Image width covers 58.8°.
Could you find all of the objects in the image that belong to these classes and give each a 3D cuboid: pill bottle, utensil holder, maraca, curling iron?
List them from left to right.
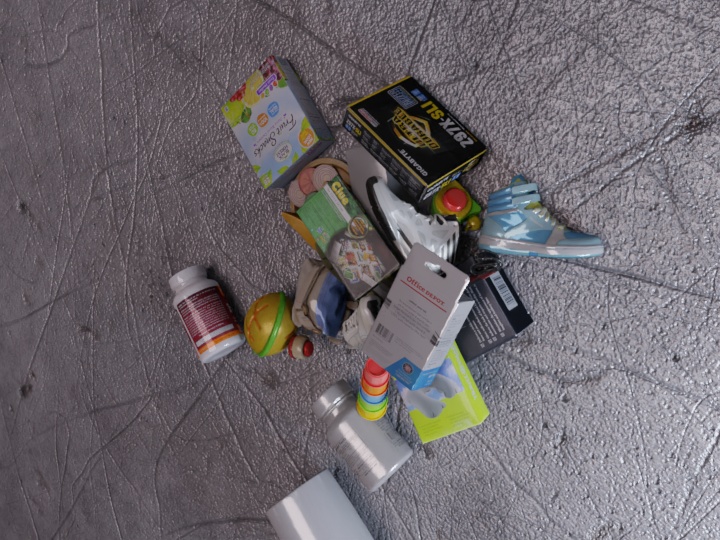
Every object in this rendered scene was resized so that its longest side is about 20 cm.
[{"bbox_3d":[-0.349,0.095,1.435,0.112,0.113,0.202,-34,80,31],"label":"pill bottle"},{"bbox_3d":[-0.189,0.112,1.319,0.200,0.106,0.139,-26,43,68],"label":"maraca"},{"bbox_3d":[-0.077,0.539,1.312,0.170,0.169,0.201,-44,72,29],"label":"utensil holder"},{"bbox_3d":[-0.002,0.319,1.255,0.200,0.114,0.115,47,119,16],"label":"pill bottle"},{"bbox_3d":[0.146,0.023,1.036,0.049,0.026,0.199,40,128,-22],"label":"curling iron"}]

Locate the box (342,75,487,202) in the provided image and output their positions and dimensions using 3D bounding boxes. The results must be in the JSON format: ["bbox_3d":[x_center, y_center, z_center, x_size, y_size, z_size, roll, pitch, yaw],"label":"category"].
[{"bbox_3d":[0.092,-0.227,1.079,0.200,0.159,0.050,48,147,16],"label":"box"}]

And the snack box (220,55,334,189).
[{"bbox_3d":[-0.168,-0.294,1.284,0.168,0.067,0.202,-36,80,30],"label":"snack box"}]

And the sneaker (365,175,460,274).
[{"bbox_3d":[0.095,-0.086,1.066,0.114,0.076,0.202,-31,101,-3],"label":"sneaker"}]

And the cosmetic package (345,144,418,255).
[{"bbox_3d":[0.045,-0.129,1.157,0.089,0.106,0.203,-5,98,31],"label":"cosmetic package"}]

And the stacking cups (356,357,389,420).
[{"bbox_3d":[0.020,0.207,1.137,0.060,0.060,0.201,38,157,21],"label":"stacking cups"}]

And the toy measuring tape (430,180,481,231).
[{"bbox_3d":[0.131,-0.138,1.116,0.200,0.073,0.074,46,118,11],"label":"toy measuring tape"}]

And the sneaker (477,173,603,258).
[{"bbox_3d":[0.292,-0.088,1.028,0.197,0.079,0.133,6,92,20],"label":"sneaker"}]

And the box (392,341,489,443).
[{"bbox_3d":[0.118,0.174,1.070,0.121,0.047,0.202,-29,83,32],"label":"box"}]

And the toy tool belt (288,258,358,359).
[{"bbox_3d":[-0.067,0.081,1.247,0.121,0.125,0.203,8,83,24],"label":"toy tool belt"}]

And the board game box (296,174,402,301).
[{"bbox_3d":[-0.022,-0.058,1.117,0.104,0.023,0.201,-38,74,16],"label":"board game box"}]

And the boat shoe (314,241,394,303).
[{"bbox_3d":[0.000,0.000,1.196,0.200,0.069,0.075,46,161,-14],"label":"boat shoe"}]

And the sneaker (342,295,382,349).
[{"bbox_3d":[0.004,0.104,1.158,0.080,0.201,0.076,1,63,4],"label":"sneaker"}]

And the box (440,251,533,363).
[{"bbox_3d":[0.170,0.080,1.112,0.199,0.107,0.150,-33,81,31],"label":"box"}]

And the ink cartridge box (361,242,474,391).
[{"bbox_3d":[0.098,0.070,1.001,0.115,0.066,0.202,35,108,30],"label":"ink cartridge box"}]

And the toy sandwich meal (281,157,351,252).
[{"bbox_3d":[-0.071,-0.121,1.250,0.203,0.070,0.209,6,101,31],"label":"toy sandwich meal"}]
